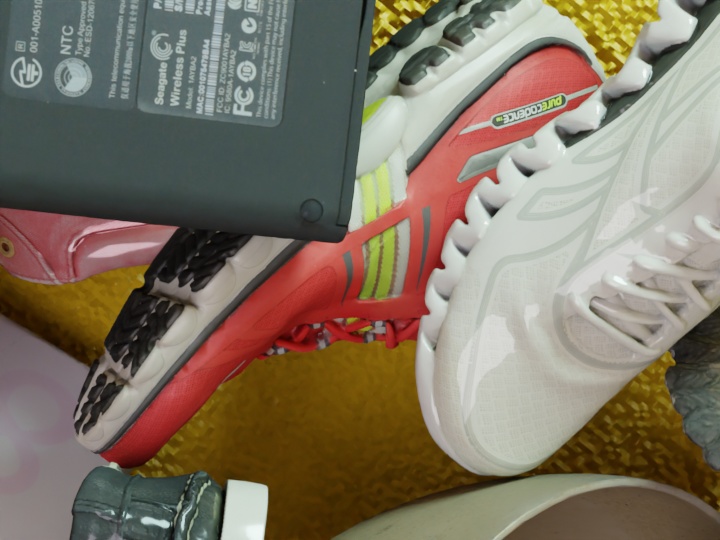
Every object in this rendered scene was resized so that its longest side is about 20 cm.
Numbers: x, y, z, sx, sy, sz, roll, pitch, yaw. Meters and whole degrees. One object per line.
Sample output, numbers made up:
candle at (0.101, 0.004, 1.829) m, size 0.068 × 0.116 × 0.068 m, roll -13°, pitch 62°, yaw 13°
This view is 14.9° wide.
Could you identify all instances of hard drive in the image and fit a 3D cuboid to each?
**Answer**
hard drive at (-0.094, -0.087, 0.758) m, size 0.199 × 0.033 × 0.140 m, roll 6°, pitch 92°, yaw -18°

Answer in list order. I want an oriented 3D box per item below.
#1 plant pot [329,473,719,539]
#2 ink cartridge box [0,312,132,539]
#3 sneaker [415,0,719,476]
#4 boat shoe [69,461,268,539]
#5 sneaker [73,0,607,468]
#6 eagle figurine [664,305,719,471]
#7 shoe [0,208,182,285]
plant pot at (0.025, 0.156, 0.875) m, size 0.134 × 0.200 × 0.201 m, roll 7°, pitch 113°, yaw 46°
ink cartridge box at (-0.184, 0.083, 0.896) m, size 0.162 × 0.200 × 0.057 m, roll 31°, pitch 140°, yaw 4°
sneaker at (0.090, -0.017, 0.806) m, size 0.075 × 0.081 × 0.200 m, roll 29°, pitch 101°, yaw -36°
boat shoe at (-0.076, 0.112, 0.881) m, size 0.060 × 0.076 × 0.200 m, roll 13°, pitch 147°, yaw -7°
sneaker at (0.000, 0.000, 0.846) m, size 0.200 × 0.077 × 0.085 m, roll -41°, pitch 105°, yaw -3°
eagle figurine at (0.196, 0.055, 0.802) m, size 0.201 × 0.151 × 0.151 m, roll 60°, pitch 154°, yaw -1°
shoe at (-0.135, -0.041, 0.903) m, size 0.199 × 0.071 × 0.091 m, roll -3°, pitch 104°, yaw 14°
